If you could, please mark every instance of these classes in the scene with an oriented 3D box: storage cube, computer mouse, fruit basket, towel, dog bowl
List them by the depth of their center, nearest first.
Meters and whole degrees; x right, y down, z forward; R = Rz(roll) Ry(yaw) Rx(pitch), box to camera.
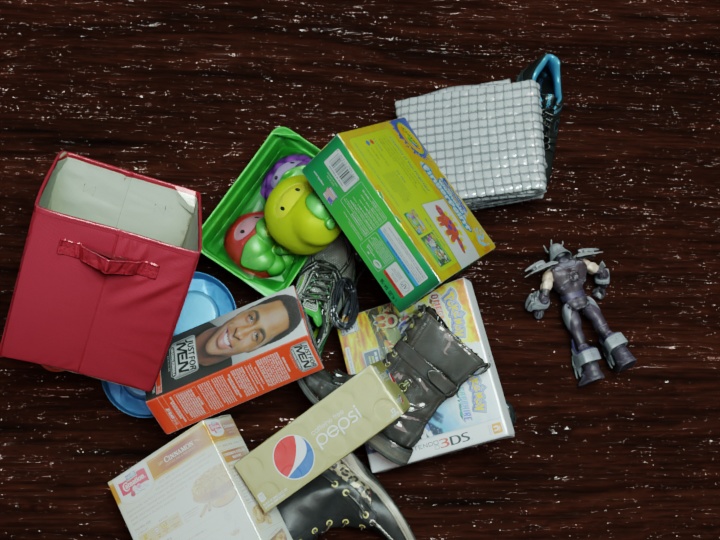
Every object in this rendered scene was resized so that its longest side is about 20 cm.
[{"bbox_3d":[-0.283,-0.001,0.964,0.170,0.200,0.181,16,113,-18],"label":"storage cube"},{"bbox_3d":[-0.095,-0.073,1.094,0.155,0.216,0.216,33,75,2],"label":"fruit basket"},{"bbox_3d":[-0.242,0.097,1.113,0.111,0.050,0.201,36,75,3],"label":"dog bowl"},{"bbox_3d":[0.000,0.000,1.141,0.059,0.034,0.201,46,47,-20],"label":"computer mouse"},{"bbox_3d":[0.153,-0.164,1.183,0.198,0.086,0.167,-8,75,15],"label":"towel"}]

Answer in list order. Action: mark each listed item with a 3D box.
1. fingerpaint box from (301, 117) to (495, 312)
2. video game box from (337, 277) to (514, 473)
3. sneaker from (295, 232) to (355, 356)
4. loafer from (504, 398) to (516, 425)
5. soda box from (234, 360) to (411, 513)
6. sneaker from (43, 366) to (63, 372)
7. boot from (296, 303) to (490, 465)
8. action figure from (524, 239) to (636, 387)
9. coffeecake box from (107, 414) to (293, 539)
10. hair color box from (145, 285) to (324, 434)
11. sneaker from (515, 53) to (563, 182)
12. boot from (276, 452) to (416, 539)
[{"bbox_3d":[0.048,-0.071,1.025,0.201,0.073,0.167,55,34,4],"label":"fingerpaint box"},{"bbox_3d":[0.077,0.132,1.084,0.181,0.047,0.202,-19,75,14],"label":"video game box"},{"bbox_3d":[-0.053,0.041,1.130,0.077,0.085,0.202,17,74,-2],"label":"sneaker"},{"bbox_3d":[0.111,0.157,1.131,0.199,0.072,0.073,32,95,20],"label":"loafer"},{"bbox_3d":[-0.042,0.188,0.993,0.199,0.064,0.068,-37,82,9],"label":"soda box"},{"bbox_3d":[-0.366,0.025,1.099,0.076,0.082,0.202,6,76,-5],"label":"sneaker"},{"bbox_3d":[0.035,0.115,1.047,0.199,0.069,0.175,35,94,12],"label":"boot"},{"bbox_3d":[0.293,0.050,1.179,0.129,0.069,0.202,-19,75,-3],"label":"action figure"},{"bbox_3d":[-0.182,0.297,1.022,0.153,0.073,0.201,-33,77,15],"label":"coffeecake box"},{"bbox_3d":[-0.152,0.103,1.022,0.198,0.062,0.102,-23,37,-1],"label":"hair color box"},{"bbox_3d":[0.245,-0.208,1.225,0.072,0.082,0.202,6,77,-8],"label":"sneaker"},{"bbox_3d":[-0.036,0.310,1.073,0.150,0.073,0.200,-39,85,-12],"label":"boot"}]
